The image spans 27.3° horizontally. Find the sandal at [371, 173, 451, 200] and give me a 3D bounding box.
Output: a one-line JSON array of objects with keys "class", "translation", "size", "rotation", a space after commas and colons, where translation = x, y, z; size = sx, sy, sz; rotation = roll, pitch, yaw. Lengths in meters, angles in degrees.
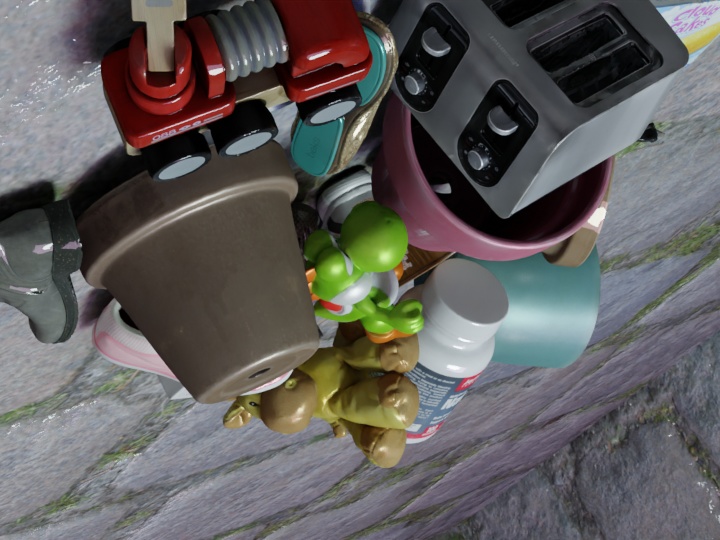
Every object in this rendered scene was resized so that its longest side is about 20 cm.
[{"class": "sandal", "translation": [0.087, -0.098, 1.501], "size": [0.082, 0.055, 0.200], "rotation": [-40, 166, 29]}]

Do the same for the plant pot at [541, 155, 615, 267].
[{"class": "plant pot", "translation": [0.180, -0.108, 1.475], "size": [0.092, 0.201, 0.201], "rotation": [6, 155, -7]}]

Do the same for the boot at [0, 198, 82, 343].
[{"class": "boot", "translation": [-0.298, 0.009, 1.199], "size": [0.130, 0.068, 0.200], "rotation": [-13, 156, -19]}]

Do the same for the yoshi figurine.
[{"class": "yoshi figurine", "translation": [0.015, -0.003, 1.349], "size": [0.112, 0.112, 0.200], "rotation": [-69, 160, -8]}]

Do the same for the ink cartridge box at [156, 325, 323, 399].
[{"class": "ink cartridge box", "translation": [-0.124, 0.079, 1.632], "size": [0.117, 0.067, 0.200], "rotation": [-41, 160, 27]}]

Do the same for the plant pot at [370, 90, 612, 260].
[{"class": "plant pot", "translation": [0.098, -0.098, 1.336], "size": [0.200, 0.200, 0.179], "rotation": [-22, 177, -23]}]

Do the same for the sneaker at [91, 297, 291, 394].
[{"class": "sneaker", "translation": [-0.153, 0.064, 1.415], "size": [0.200, 0.076, 0.105], "rotation": [11, 155, -11]}]

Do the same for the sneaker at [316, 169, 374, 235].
[{"class": "sneaker", "translation": [-0.011, -0.024, 1.517], "size": [0.074, 0.080, 0.200], "rotation": [-28, 165, -15]}]

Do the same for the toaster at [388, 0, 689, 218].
[{"class": "toaster", "translation": [0.142, -0.165, 1.182], "size": [0.200, 0.181, 0.119], "rotation": [-29, 163, -30]}]

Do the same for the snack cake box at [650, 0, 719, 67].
[{"class": "snack cake box", "translation": [0.265, -0.239, 1.389], "size": [0.200, 0.067, 0.115], "rotation": [-15, 158, -41]}]

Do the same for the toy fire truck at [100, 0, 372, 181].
[{"class": "toy fire truck", "translation": [-0.086, -0.164, 0.963], "size": [0.176, 0.129, 0.200], "rotation": [-21, 171, -11]}]

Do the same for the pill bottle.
[{"class": "pill bottle", "translation": [0.076, 0.085, 1.601], "size": [0.119, 0.120, 0.200], "rotation": [-15, 150, -39]}]

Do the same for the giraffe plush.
[{"class": "giraffe plush", "translation": [-0.053, 0.115, 1.541], "size": [0.162, 0.173, 0.200], "rotation": [1, -177, -31]}]

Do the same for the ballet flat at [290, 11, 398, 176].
[{"class": "ballet flat", "translation": [-0.008, -0.149, 1.150], "size": [0.065, 0.070, 0.200], "rotation": [-51, 178, -32]}]

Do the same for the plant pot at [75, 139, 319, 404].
[{"class": "plant pot", "translation": [-0.119, 0.010, 1.235], "size": [0.200, 0.175, 0.200], "rotation": [-25, 168, -5]}]

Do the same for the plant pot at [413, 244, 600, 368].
[{"class": "plant pot", "translation": [0.157, 0.014, 1.718], "size": [0.161, 0.201, 0.201], "rotation": [1, 150, -22]}]

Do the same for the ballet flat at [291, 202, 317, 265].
[{"class": "ballet flat", "translation": [-0.069, -0.005, 1.494], "size": [0.067, 0.046, 0.200], "rotation": [3, 154, -5]}]

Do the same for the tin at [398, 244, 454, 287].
[{"class": "tin", "translation": [0.065, -0.027, 1.574], "size": [0.200, 0.042, 0.112], "rotation": [-33, -176, 44]}]

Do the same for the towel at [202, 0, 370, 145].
[{"class": "towel", "translation": [-0.078, -0.155, 1.139], "size": [0.200, 0.024, 0.147], "rotation": [-27, 162, -8]}]
